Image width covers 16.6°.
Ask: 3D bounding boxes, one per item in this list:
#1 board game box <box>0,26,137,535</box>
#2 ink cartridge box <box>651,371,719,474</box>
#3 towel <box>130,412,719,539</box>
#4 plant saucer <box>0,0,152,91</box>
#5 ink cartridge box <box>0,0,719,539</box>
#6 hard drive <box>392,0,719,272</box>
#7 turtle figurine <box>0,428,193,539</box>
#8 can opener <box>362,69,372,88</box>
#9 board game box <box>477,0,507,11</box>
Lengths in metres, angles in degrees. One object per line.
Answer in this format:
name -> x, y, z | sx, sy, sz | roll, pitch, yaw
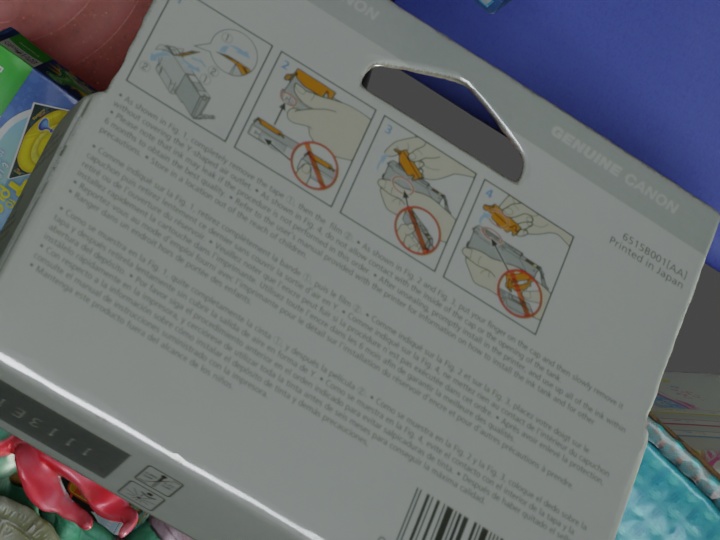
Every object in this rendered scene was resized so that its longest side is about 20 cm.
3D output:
board game box -> -0.121, 0.038, 0.831 | 0.135, 0.034, 0.200 | 35, 102, -2
ink cartridge box -> 0.098, 0.109, 0.883 | 0.200, 0.129, 0.125 | 4, 103, -5
towel -> 0.014, 0.071, 0.797 | 0.200, 0.022, 0.147 | 42, 101, -5
plant saucer -> -0.126, -0.121, 0.858 | 0.200, 0.037, 0.200 | -3, 104, -3
ink cartridge box -> -0.003, 0.007, 0.736 | 0.200, 0.044, 0.174 | 32, 57, -13
hard drive -> 0.104, -0.090, 0.845 | 0.200, 0.025, 0.132 | 33, 100, 15
turtle figurine -> -0.120, 0.090, 0.767 | 0.150, 0.101, 0.200 | 16, 118, 9
can opener -> -0.014, -0.136, 0.850 | 0.053, 0.067, 0.200 | 9, 100, -47
board game box -> 0.047, -0.200, 0.795 | 0.135, 0.034, 0.200 | 39, 64, -9
